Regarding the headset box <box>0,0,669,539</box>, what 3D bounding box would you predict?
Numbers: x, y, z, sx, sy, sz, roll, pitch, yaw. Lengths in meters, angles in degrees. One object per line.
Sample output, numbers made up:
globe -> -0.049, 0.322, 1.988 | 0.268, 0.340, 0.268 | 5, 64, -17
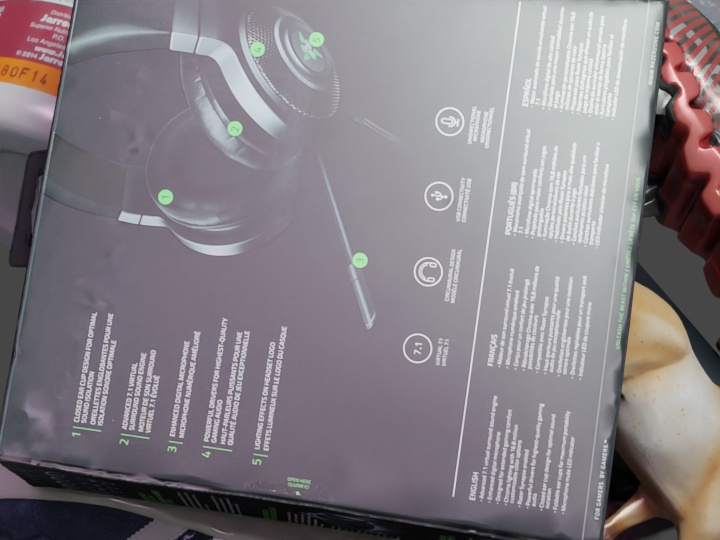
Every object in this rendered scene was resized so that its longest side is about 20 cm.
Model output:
headset box -> -0.014, -0.007, 0.677 | 0.198, 0.093, 0.176 | 8, 80, 0

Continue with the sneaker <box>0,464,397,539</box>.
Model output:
sneaker -> -0.060, 0.120, 0.733 | 0.198, 0.075, 0.085 | 10, 75, 3

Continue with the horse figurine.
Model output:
horse figurine -> 0.090, 0.058, 0.760 | 0.133, 0.050, 0.200 | -45, 110, -6

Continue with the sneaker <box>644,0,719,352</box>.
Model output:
sneaker -> 0.160, -0.042, 0.846 | 0.097, 0.071, 0.201 | -24, 72, -19

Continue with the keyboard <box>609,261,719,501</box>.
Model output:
keyboard -> 0.061, 0.001, 0.827 | 0.104, 0.040, 0.200 | -35, 73, -23

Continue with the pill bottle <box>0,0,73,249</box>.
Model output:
pill bottle -> -0.085, -0.108, 0.817 | 0.109, 0.110, 0.201 | 20, 63, 1
